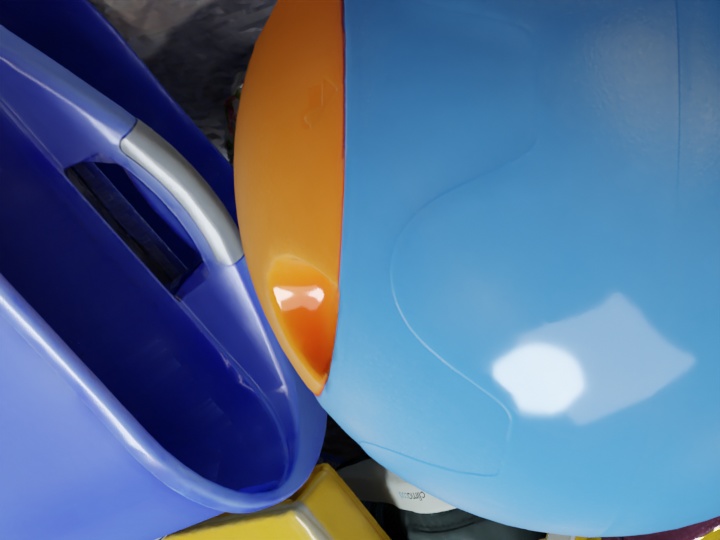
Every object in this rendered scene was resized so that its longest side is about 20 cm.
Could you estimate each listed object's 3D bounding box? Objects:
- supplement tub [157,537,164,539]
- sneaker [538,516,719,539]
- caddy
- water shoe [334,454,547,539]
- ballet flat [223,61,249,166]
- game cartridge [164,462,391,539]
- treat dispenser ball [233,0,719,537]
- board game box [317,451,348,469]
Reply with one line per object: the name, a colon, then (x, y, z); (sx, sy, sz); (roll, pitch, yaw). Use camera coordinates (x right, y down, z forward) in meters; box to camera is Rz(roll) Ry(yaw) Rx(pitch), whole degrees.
supplement tub: (-0.143, 0.072, 0.960); (0.145, 0.145, 0.200); (12, 149, -18)
sneaker: (0.124, 0.049, 0.880); (0.090, 0.200, 0.075); (24, -157, 36)
caddy: (-0.088, -0.004, 0.795); (0.105, 0.142, 0.200); (-28, 117, 26)
water shoe: (0.035, 0.102, 1.011); (0.071, 0.079, 0.200); (-19, 177, -5)
ballet flat: (0.000, 0.000, 0.910); (0.075, 0.064, 0.200); (-5, 150, 14)
game cartridge: (-0.004, 0.166, 1.024); (0.200, 0.032, 0.176); (50, 147, -16)
treat dispenser ball: (0.065, -0.028, 0.719); (0.200, 0.201, 0.201); (1, 151, 0)
board game box: (-0.076, 0.132, 1.166); (0.152, 0.045, 0.200); (20, 146, -31)
